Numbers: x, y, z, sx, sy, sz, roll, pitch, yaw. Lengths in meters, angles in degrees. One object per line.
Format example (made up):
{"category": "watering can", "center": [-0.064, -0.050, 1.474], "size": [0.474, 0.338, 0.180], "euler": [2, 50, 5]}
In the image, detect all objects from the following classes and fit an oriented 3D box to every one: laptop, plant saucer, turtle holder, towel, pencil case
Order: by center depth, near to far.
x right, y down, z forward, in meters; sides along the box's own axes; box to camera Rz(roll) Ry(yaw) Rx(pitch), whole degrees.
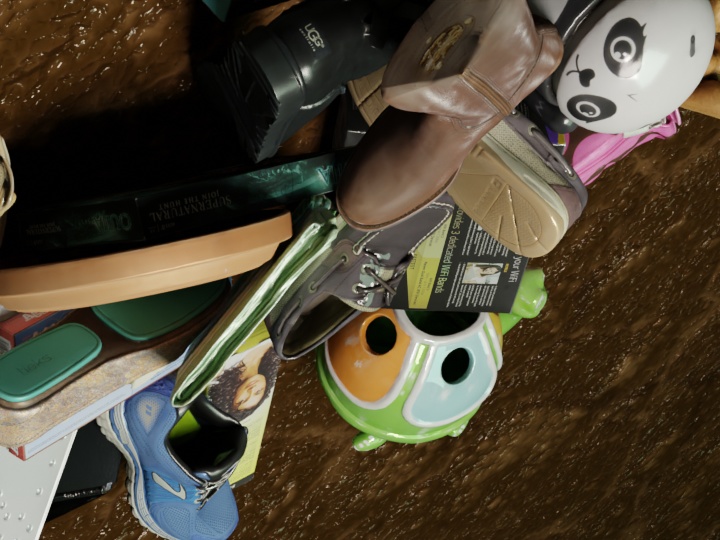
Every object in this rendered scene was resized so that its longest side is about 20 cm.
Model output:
{"category": "plant saucer", "center": [-0.138, -0.005, 1.289], "size": [0.199, 0.033, 0.200], "euler": [-11, -174, 1]}
{"category": "towel", "center": [-0.066, 0.014, 1.375], "size": [0.153, 0.023, 0.200], "euler": [-50, -174, 5]}
{"category": "laptop", "center": [-0.268, 0.129, 1.497], "size": [0.199, 0.104, 0.177], "euler": [-27, 165, 36]}
{"category": "pencil case", "center": [0.156, -0.085, 1.652], "size": [0.200, 0.094, 0.091], "euler": [-38, 131, -9]}
{"category": "turtle holder", "center": [0.062, 0.059, 1.663], "size": [0.184, 0.142, 0.132], "euler": [7, 146, -16]}

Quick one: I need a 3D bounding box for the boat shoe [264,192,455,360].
{"category": "boat shoe", "center": [0.000, 0.000, 1.477], "size": [0.072, 0.065, 0.200], "euler": [11, 146, -43]}

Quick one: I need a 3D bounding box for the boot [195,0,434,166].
{"category": "boot", "center": [-0.009, -0.140, 1.275], "size": [0.162, 0.074, 0.198], "euler": [-30, 180, -16]}

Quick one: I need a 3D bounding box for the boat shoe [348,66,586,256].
{"category": "boat shoe", "center": [0.069, -0.097, 1.394], "size": [0.065, 0.200, 0.072], "euler": [-38, 169, -44]}

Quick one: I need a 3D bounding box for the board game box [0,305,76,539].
{"category": "board game box", "center": [-0.258, 0.102, 1.367], "size": [0.200, 0.026, 0.201], "euler": [10, 101, -59]}

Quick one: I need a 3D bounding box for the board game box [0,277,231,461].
{"category": "board game box", "center": [-0.163, 0.040, 1.422], "size": [0.199, 0.019, 0.104], "euler": [-31, 135, -40]}

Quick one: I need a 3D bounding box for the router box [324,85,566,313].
{"category": "router box", "center": [0.051, -0.050, 1.523], "size": [0.156, 0.053, 0.201], "euler": [3, 141, -9]}

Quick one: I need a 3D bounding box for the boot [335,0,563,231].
{"category": "boot", "center": [0.035, -0.093, 1.217], "size": [0.186, 0.064, 0.200], "euler": [-45, 173, 10]}

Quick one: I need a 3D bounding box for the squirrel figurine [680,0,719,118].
{"category": "squirrel figurine", "center": [0.215, -0.223, 1.497], "size": [0.200, 0.140, 0.188], "euler": [-87, -171, -75]}

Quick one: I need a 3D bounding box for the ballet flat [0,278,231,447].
{"category": "ballet flat", "center": [-0.169, 0.055, 1.359], "size": [0.199, 0.068, 0.068], "euler": [-27, 145, -34]}

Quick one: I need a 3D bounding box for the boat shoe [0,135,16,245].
{"category": "boat shoe", "center": [-0.234, -0.052, 1.196], "size": [0.071, 0.065, 0.200], "euler": [-33, 154, -16]}

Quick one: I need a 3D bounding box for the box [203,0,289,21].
{"category": "box", "center": [-0.039, -0.240, 1.189], "size": [0.082, 0.049, 0.201], "euler": [-23, 149, -37]}

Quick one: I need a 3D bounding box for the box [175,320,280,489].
{"category": "box", "center": [-0.111, 0.105, 1.630], "size": [0.075, 0.050, 0.201], "euler": [-26, 151, -28]}

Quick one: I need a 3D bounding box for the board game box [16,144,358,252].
{"category": "board game box", "center": [-0.101, -0.047, 1.335], "size": [0.199, 0.028, 0.135], "euler": [-16, -173, -40]}

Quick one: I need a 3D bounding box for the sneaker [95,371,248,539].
{"category": "sneaker", "center": [-0.125, 0.144, 1.534], "size": [0.079, 0.089, 0.201], "euler": [-57, 148, -26]}

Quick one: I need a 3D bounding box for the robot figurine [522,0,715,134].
{"category": "robot figurine", "center": [0.139, -0.179, 1.357], "size": [0.125, 0.200, 0.150], "euler": [-39, 155, -1]}
